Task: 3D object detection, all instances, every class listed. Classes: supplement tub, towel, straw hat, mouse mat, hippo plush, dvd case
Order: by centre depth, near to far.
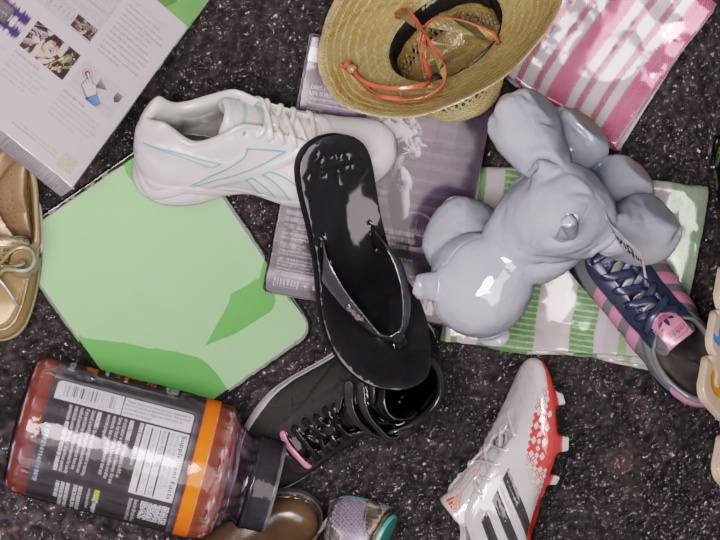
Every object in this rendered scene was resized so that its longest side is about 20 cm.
[{"bbox_3d":[0.132,-0.013,1.572,0.159,0.200,0.161,27,118,-31],"label":"hippo plush"},{"bbox_3d":[0.068,-0.159,1.576,0.200,0.201,0.085,-32,134,-3],"label":"straw hat"},{"bbox_3d":[-0.159,0.138,1.597,0.199,0.107,0.108,15,98,-5],"label":"supplement tub"},{"bbox_3d":[-0.151,0.013,1.637,0.161,0.008,0.200,-34,104,-3],"label":"mouse mat"},{"bbox_3d":[0.015,-0.069,1.638,0.148,0.016,0.201,10,97,-5],"label":"dvd case"},{"bbox_3d":[0.160,-0.203,1.644,0.200,0.030,0.147,34,92,-15],"label":"towel"},{"bbox_3d":[0.170,-0.002,1.689,0.199,0.023,0.153,6,99,-12],"label":"towel"}]

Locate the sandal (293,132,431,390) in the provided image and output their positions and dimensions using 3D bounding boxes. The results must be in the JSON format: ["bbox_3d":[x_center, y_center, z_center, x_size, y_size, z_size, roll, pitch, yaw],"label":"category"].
[{"bbox_3d":[-0.001,0.000,1.556,0.076,0.043,0.201,-24,105,-15],"label":"sandal"}]

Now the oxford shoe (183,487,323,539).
[{"bbox_3d":[-0.113,0.238,1.640,0.199,0.084,0.073,-32,114,2],"label":"oxford shoe"}]

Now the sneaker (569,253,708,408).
[{"bbox_3d":[0.224,0.023,1.651,0.070,0.082,0.200,-41,105,-1],"label":"sneaker"}]

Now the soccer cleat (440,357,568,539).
[{"bbox_3d":[0.108,0.166,1.688,0.085,0.069,0.201,6,104,-16],"label":"soccer cleat"}]

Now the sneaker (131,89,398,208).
[{"bbox_3d":[-0.070,-0.092,1.571,0.199,0.071,0.080,-3,143,-5],"label":"sneaker"}]

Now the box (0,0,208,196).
[{"bbox_3d":[-0.212,-0.175,1.536,0.144,0.036,0.200,40,69,-15],"label":"box"}]

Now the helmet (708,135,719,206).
[{"bbox_3d":[0.374,-0.070,1.627,0.199,0.191,0.201,-2,100,-10],"label":"helmet"}]

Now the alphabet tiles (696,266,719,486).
[{"bbox_3d":[0.314,0.095,1.668,0.196,0.015,0.201,43,51,-40],"label":"alphabet tiles"}]

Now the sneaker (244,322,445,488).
[{"bbox_3d":[-0.017,0.112,1.635,0.200,0.099,0.071,-39,107,0],"label":"sneaker"}]

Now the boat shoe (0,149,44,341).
[{"bbox_3d":[-0.270,-0.045,1.570,0.073,0.063,0.201,-1,98,-8],"label":"boat shoe"}]

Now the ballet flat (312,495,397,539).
[{"bbox_3d":[-0.033,0.269,1.688,0.072,0.072,0.201,18,97,-14],"label":"ballet flat"}]
